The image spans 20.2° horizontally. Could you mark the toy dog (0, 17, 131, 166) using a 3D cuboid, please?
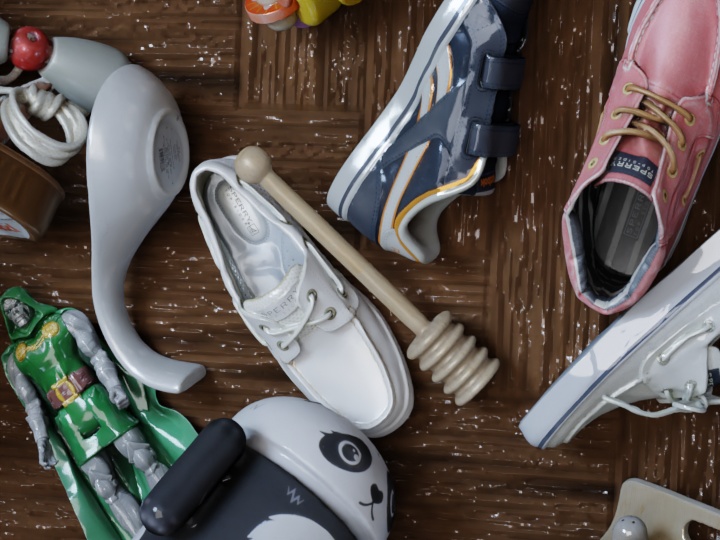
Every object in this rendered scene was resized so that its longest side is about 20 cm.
[{"bbox_3d":[-0.251,-0.124,1.252,0.199,0.132,0.096,32,133,-9],"label":"toy dog"}]

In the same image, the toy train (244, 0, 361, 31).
[{"bbox_3d":[-0.066,-0.201,1.179,0.056,0.200,0.151,-40,104,-16],"label":"toy train"}]

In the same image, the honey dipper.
[{"bbox_3d":[0.000,0.000,1.203,0.200,0.038,0.038,43,103,-5],"label":"honey dipper"}]

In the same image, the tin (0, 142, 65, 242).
[{"bbox_3d":[-0.266,-0.073,1.201,0.112,0.199,0.042,12,73,52],"label":"tin"}]

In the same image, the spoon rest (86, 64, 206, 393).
[{"bbox_3d":[-0.138,-0.026,1.248,0.060,0.099,0.202,0,103,22],"label":"spoon rest"}]

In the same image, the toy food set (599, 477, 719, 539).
[{"bbox_3d":[0.147,0.180,1.094,0.143,0.199,0.061,19,123,37],"label":"toy food set"}]

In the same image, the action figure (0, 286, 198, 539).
[{"bbox_3d":[-0.169,0.095,1.276,0.118,0.055,0.201,-37,81,9],"label":"action figure"}]

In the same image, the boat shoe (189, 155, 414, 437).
[{"bbox_3d":[-0.044,0.018,1.226,0.071,0.069,0.201,-39,81,12],"label":"boat shoe"}]

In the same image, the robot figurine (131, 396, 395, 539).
[{"bbox_3d":[-0.065,0.170,1.186,0.124,0.150,0.200,37,72,8],"label":"robot figurine"}]

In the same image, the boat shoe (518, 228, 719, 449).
[{"bbox_3d":[0.187,0.050,1.162,0.202,0.075,0.086,-42,84,4],"label":"boat shoe"}]

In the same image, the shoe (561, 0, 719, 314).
[{"bbox_3d":[0.164,-0.075,1.120,0.071,0.091,0.202,18,115,12],"label":"shoe"}]

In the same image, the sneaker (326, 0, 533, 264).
[{"bbox_3d":[0.063,-0.096,1.188,0.079,0.078,0.201,39,113,17],"label":"sneaker"}]
